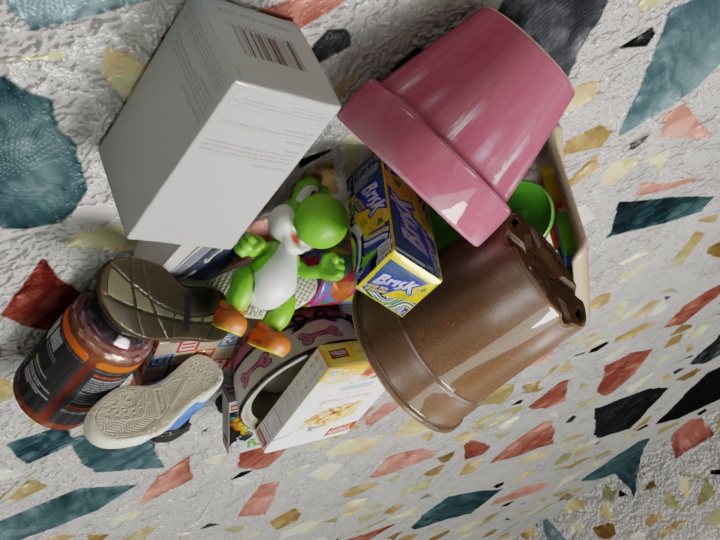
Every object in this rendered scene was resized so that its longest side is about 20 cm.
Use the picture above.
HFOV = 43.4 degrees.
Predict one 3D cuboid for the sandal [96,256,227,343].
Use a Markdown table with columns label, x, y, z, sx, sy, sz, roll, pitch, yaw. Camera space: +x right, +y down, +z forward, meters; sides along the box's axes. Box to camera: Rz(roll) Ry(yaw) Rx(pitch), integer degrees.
| label | x | y | z | sx | sy | sz | roll | pitch | yaw |
| --- | --- | --- | --- | --- | --- | --- | --- | --- | --- |
| sandal | -0.217 | 0.037 | 0.981 | 0.055 | 0.082 | 0.200 | -2 | 171 | 28 |

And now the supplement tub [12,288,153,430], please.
| label | x | y | z | sx | sy | sz | roll | pitch | yaw |
| --- | --- | --- | --- | --- | --- | --- | --- | --- | --- |
| supplement tub | -0.312 | 0.093 | 1.050 | 0.107 | 0.107 | 0.200 | 11 | 136 | -47 |

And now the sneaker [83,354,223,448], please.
| label | x | y | z | sx | sy | sz | roll | pitch | yaw |
| --- | --- | --- | --- | --- | --- | --- | --- | --- | --- |
| sneaker | -0.262 | 0.179 | 1.099 | 0.200 | 0.077 | 0.111 | -32 | 165 | -52 |

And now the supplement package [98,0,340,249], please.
| label | x | y | z | sx | sy | sz | roll | pitch | yaw |
| --- | --- | --- | --- | --- | --- | --- | --- | --- | --- |
| supplement package | -0.133 | -0.127 | 0.817 | 0.117 | 0.117 | 0.200 | 5 | 138 | -44 |

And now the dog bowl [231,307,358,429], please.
| label | x | y | z | sx | sy | sz | roll | pitch | yaw |
| --- | --- | --- | --- | --- | --- | --- | --- | --- | --- |
| dog bowl | -0.080 | 0.126 | 1.195 | 0.200 | 0.074 | 0.200 | -24 | 152 | -13 |

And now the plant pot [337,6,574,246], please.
| label | x | y | z | sx | sy | sz | roll | pitch | yaw |
| --- | --- | --- | --- | --- | --- | --- | --- | --- | --- |
| plant pot | 0.107 | -0.153 | 0.907 | 0.179 | 0.200 | 0.200 | -46 | 148 | 6 |

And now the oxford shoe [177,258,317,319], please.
| label | x | y | z | sx | sy | sz | roll | pitch | yaw |
| --- | --- | --- | --- | --- | --- | --- | --- | --- | --- |
| oxford shoe | -0.151 | 0.025 | 1.086 | 0.200 | 0.075 | 0.058 | -12 | -168 | 1 |

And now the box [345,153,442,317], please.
| label | x | y | z | sx | sy | sz | roll | pitch | yaw |
| --- | --- | --- | --- | --- | --- | --- | --- | --- | --- |
| box | 0.033 | -0.046 | 0.984 | 0.070 | 0.200 | 0.064 | 32 | 120 | -25 |

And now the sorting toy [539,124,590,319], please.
| label | x | y | z | sx | sy | sz | roll | pitch | yaw |
| --- | --- | --- | --- | --- | --- | --- | --- | --- | --- |
| sorting toy | 0.260 | -0.056 | 1.158 | 0.036 | 0.200 | 0.185 | -10 | 148 | 10 |

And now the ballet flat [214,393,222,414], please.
| label | x | y | z | sx | sy | sz | roll | pitch | yaw |
| --- | --- | --- | --- | --- | --- | --- | --- | --- | --- |
| ballet flat | -0.124 | 0.176 | 1.382 | 0.200 | 0.073 | 0.073 | -1 | 143 | -26 |

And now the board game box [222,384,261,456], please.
| label | x | y | z | sx | sy | sz | roll | pitch | yaw |
| --- | --- | --- | --- | --- | --- | --- | --- | --- | --- |
| board game box | -0.104 | 0.199 | 1.334 | 0.200 | 0.035 | 0.126 | -12 | 137 | -20 |

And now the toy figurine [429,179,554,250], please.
| label | x | y | z | sx | sy | sz | roll | pitch | yaw |
| --- | --- | --- | --- | --- | --- | --- | --- | --- | --- |
| toy figurine | 0.184 | -0.046 | 1.184 | 0.200 | 0.150 | 0.184 | -21 | 167 | 26 |

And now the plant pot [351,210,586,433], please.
| label | x | y | z | sx | sy | sz | roll | pitch | yaw |
| --- | --- | --- | --- | --- | --- | --- | --- | --- | --- |
| plant pot | 0.130 | 0.048 | 1.012 | 0.198 | 0.200 | 0.200 | -35 | 150 | 23 |

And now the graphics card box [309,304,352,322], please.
| label | x | y | z | sx | sy | sz | roll | pitch | yaw |
| --- | --- | --- | --- | --- | --- | --- | --- | --- | --- |
| graphics card box | -0.025 | 0.104 | 1.347 | 0.125 | 0.051 | 0.200 | -38 | 149 | 23 |

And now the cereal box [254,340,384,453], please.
| label | x | y | z | sx | sy | sz | roll | pitch | yaw |
| --- | --- | --- | --- | --- | --- | --- | --- | --- | --- |
| cereal box | -0.035 | 0.160 | 1.174 | 0.144 | 0.040 | 0.200 | -6 | 144 | -39 |

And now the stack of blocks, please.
| label | x | y | z | sx | sy | sz | roll | pitch | yaw |
| --- | --- | --- | --- | --- | --- | --- | --- | --- | --- |
| stack of blocks | -0.192 | 0.092 | 1.189 | 0.200 | 0.059 | 0.115 | -5 | 145 | -33 |

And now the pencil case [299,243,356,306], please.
| label | x | y | z | sx | sy | sz | roll | pitch | yaw |
| --- | --- | --- | --- | --- | --- | --- | --- | --- | --- |
| pencil case | 0.000 | 0.000 | 1.164 | 0.200 | 0.088 | 0.088 | 1 | 142 | -40 |

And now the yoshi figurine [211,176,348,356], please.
| label | x | y | z | sx | sy | sz | roll | pitch | yaw |
| --- | --- | --- | --- | --- | --- | --- | --- | --- | --- |
| yoshi figurine | -0.077 | -0.011 | 0.989 | 0.200 | 0.112 | 0.112 | -65 | 163 | -10 |

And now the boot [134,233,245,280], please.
| label | x | y | z | sx | sy | sz | roll | pitch | yaw |
| --- | --- | --- | --- | --- | --- | --- | --- | --- | --- |
| boot | -0.154 | -0.054 | 0.981 | 0.200 | 0.073 | 0.090 | -33 | 156 | 32 |
